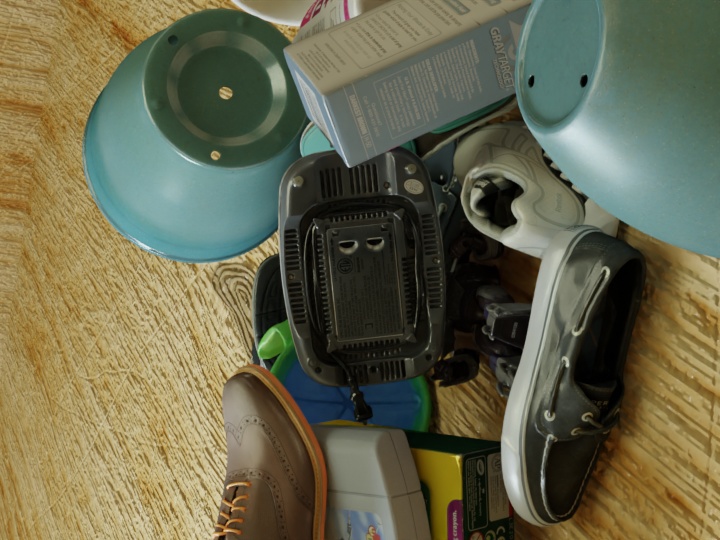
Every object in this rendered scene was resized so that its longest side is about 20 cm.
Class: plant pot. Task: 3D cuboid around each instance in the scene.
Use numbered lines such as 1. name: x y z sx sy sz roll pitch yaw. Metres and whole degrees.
1. plant pot: 0.166 -0.111 0.779 0.200 0.135 0.200 -175 90 -67
2. plant pot: -0.127 -0.123 1.174 0.188 0.200 0.200 138 134 -72

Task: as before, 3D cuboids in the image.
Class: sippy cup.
1. sippy cup: -0.021 0.133 1.173 0.130 0.140 0.178 112 163 -57

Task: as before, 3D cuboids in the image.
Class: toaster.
1. toaster: 0.000 0.000 1.022 0.129 0.114 0.200 -113 16 -81

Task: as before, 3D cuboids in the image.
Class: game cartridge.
1. game cartridge: -0.005 0.208 0.977 0.133 0.042 0.200 -4 91 52

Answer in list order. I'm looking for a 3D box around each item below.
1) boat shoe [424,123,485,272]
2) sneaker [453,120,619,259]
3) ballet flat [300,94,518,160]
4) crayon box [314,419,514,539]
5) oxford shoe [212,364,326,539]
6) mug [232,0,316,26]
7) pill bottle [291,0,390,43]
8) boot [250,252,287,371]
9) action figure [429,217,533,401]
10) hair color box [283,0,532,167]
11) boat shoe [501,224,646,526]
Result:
1. boat shoe: 0.052 -0.044 1.117 0.073 0.062 0.200 -142 62 -67
2. sneaker: 0.103 -0.060 0.983 0.200 0.081 0.075 -132 50 -62
3. ballet flat: 0.047 -0.120 1.076 0.200 0.069 0.069 -21 61 32
4. crayon box: 0.030 0.216 1.009 0.173 0.058 0.200 2 95 47
5. oxford shoe: -0.067 0.162 0.959 0.071 0.073 0.200 -27 75 45
6. mug: -0.039 -0.341 1.354 0.149 0.186 0.153 71 -160 -60
7. pill bottle: 0.012 -0.193 1.175 0.200 0.113 0.113 161 113 -68
8. boot: -0.072 0.066 1.308 0.154 0.073 0.204 -142 35 -66
9. action figure: 0.089 0.031 1.007 0.200 0.069 0.130 -135 42 -67
10. hair color box: 0.059 -0.151 0.959 0.099 0.200 0.061 55 169 57
11. boat shoe: 0.136 0.073 0.887 0.057 0.069 0.200 22 110 50
